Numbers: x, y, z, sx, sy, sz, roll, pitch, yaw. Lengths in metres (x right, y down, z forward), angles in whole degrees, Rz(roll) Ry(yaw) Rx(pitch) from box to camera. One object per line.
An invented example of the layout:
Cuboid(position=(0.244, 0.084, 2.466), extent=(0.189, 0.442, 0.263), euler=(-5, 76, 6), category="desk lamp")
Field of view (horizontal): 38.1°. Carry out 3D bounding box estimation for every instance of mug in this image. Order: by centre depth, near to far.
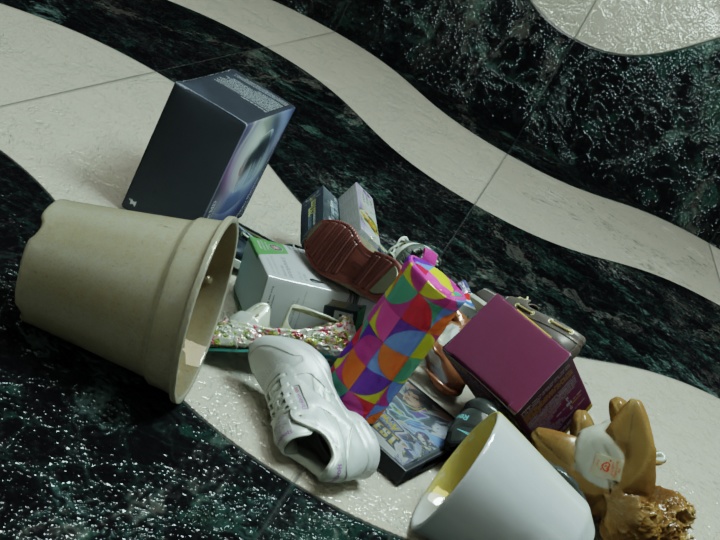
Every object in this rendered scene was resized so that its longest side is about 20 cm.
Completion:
Cuboid(position=(0.166, 0.239, 1.089), extent=(0.153, 0.149, 0.187), euler=(37, 56, 2), category="mug")

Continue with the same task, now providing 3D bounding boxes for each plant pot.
Cuboid(position=(-0.243, 0.014, 1.075), extent=(0.183, 0.201, 0.201), euler=(17, 21, 1), category="plant pot")

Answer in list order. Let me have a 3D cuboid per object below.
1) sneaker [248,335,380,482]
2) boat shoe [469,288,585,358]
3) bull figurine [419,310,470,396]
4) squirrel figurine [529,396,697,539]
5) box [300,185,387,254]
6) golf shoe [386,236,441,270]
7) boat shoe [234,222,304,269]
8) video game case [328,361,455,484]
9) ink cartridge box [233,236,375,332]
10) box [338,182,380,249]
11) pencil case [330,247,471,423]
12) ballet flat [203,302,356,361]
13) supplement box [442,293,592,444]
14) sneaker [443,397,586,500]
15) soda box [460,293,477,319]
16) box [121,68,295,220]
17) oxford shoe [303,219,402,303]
Cuboid(position=(-0.064, 0.144, 1.112), extent=(0.200, 0.075, 0.099), euler=(46, 29, 26), category="sneaker")
Cuboid(position=(0.232, 0.073, 1.472), extent=(0.200, 0.060, 0.072), euler=(37, -12, 49), category="boat shoe")
Cuboid(position=(0.128, 0.099, 1.456), extent=(0.121, 0.065, 0.200), euler=(49, 24, -7), category="bull figurine")
Cuboid(position=(0.327, 0.262, 1.304), extent=(0.187, 0.141, 0.201), euler=(25, 40, -66), category="squirrel figurine")
Cuboid(position=(-0.004, -0.017, 1.520), extent=(0.200, 0.051, 0.158), euler=(45, 16, -20), category="box")
Cuboid(position=(0.065, -0.006, 1.449), extent=(0.088, 0.077, 0.200), euler=(50, -1, 18), category="golf shoe")
Cuboid(position=(-0.102, -0.013, 1.458), extent=(0.199, 0.062, 0.075), euler=(23, 14, -19), category="boat shoe")
Cuboid(position=(0.021, 0.164, 1.256), extent=(0.200, 0.026, 0.181), euler=(38, 22, 23), category="video game case")
Cuboid(position=(-0.049, 0.037, 1.334), extent=(0.199, 0.085, 0.146), euler=(13, 18, -21), category="ink cartridge box")
Cuboid(position=(-0.003, -0.069, 1.468), extent=(0.039, 0.041, 0.200), euler=(44, 13, -18), category="box")
Cuboid(position=(0.037, 0.076, 1.165), extent=(0.088, 0.200, 0.088), euler=(33, 16, -11), category="pencil case")
Cuboid(position=(-0.096, 0.070, 1.222), extent=(0.199, 0.064, 0.076), euler=(7, -3, -20), category="ballet flat")
Cuboid(position=(0.203, 0.137, 1.327), extent=(0.131, 0.103, 0.200), euler=(43, -5, 30), category="supplement box")
Cuboid(position=(0.180, 0.244, 1.225), extent=(0.200, 0.075, 0.079), euler=(44, 51, 9), category="sneaker")
Cuboid(position=(0.179, 0.083, 1.590), extent=(0.200, 0.064, 0.068), euler=(27, 20, -5), category="soda box")
Cuboid(position=(-0.211, -0.162, 1.475), extent=(0.123, 0.200, 0.198), euler=(31, 22, 6), category="box")
Cuboid(position=(0.000, 0.000, 1.282), extent=(0.075, 0.071, 0.200), euler=(40, 0, -43), category="oxford shoe")
